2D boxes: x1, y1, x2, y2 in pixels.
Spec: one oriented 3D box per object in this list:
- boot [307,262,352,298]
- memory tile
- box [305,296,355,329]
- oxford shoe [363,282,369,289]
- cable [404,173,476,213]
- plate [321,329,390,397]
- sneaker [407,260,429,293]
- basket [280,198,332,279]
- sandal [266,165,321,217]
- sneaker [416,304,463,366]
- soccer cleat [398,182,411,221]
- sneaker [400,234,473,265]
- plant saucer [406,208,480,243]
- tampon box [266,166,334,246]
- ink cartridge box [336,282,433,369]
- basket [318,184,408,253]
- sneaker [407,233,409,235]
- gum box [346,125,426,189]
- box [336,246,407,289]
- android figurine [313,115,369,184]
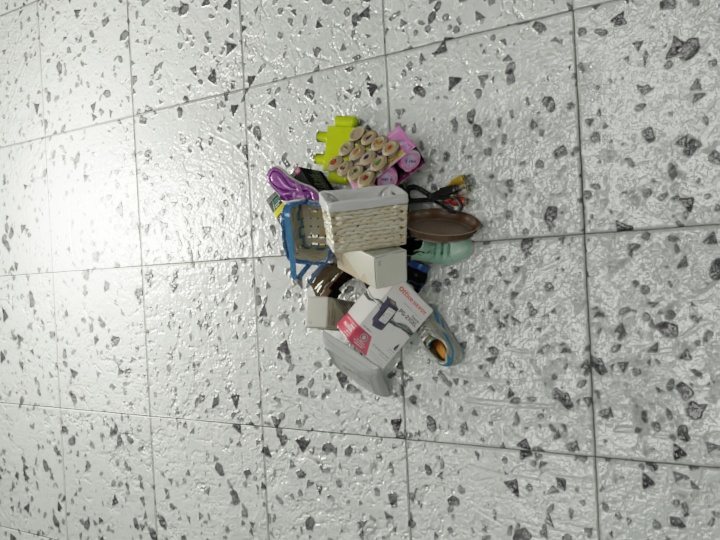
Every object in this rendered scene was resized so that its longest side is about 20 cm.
[{"bbox_3d":[-0.068,-0.007,1.828,0.097,0.074,0.201,44,100,28],"label":"boot"},{"bbox_3d":[0.005,-0.293,1.696,0.154,0.017,0.199,-50,42,-6],"label":"memory tile"},{"bbox_3d":[-0.066,0.118,1.757,0.067,0.199,0.085,-1,83,28],"label":"box"},{"bbox_3d":[0.000,0.000,1.749,0.070,0.072,0.203,9,133,50],"label":"oxford shoe"},{"bbox_3d":[0.202,-0.185,1.692,0.196,0.050,0.100,-6,84,40],"label":"cable"},{"bbox_3d":[-0.017,0.256,1.751,0.198,0.201,0.033,31,69,25],"label":"plate"},{"bbox_3d":[0.084,-0.008,1.743,0.197,0.070,0.080,24,96,26],"label":"sneaker"},{"bbox_3d":[-0.137,-0.094,1.643,0.135,0.200,0.181,5,113,21],"label":"basket"},{"bbox_3d":[-0.183,-0.205,1.756,0.201,0.049,0.084,34,108,22],"label":"sandal"},{"bbox_3d":[0.179,0.156,1.687,0.077,0.080,0.201,-51,62,22],"label":"sneaker"},{"bbox_3d":[0.089,-0.198,1.721,0.081,0.067,0.202,-44,56,18],"label":"soccer cleat"},{"bbox_3d":[0.183,-0.052,1.633,0.194,0.118,0.076,-2,89,6],"label":"sneaker"},{"bbox_3d":[0.193,-0.107,1.610,0.196,0.199,0.033,14,115,28],"label":"plant saucer"},{"bbox_3d":[-0.136,-0.156,1.833,0.149,0.125,0.202,-41,73,24],"label":"tampon box"},{"bbox_3d":[0.062,0.117,1.645,0.201,0.144,0.084,-48,32,0],"label":"ink cartridge box"},{"bbox_3d":[0.007,-0.123,1.560,0.194,0.136,0.127,-7,108,-11],"label":"basket"},{"bbox_3d":[0.082,-0.094,1.734,0.196,0.082,0.074,21,102,28],"label":"sneaker"},{"bbox_3d":[0.056,-0.262,1.695,0.198,0.066,0.114,-37,43,8],"label":"gum box"},{"bbox_3d":[0.024,-0.027,1.597,0.199,0.093,0.080,29,127,58],"label":"box"},{"bbox_3d":[-0.041,-0.330,1.822,0.196,0.041,0.187,13,98,31],"label":"android figurine"}]
